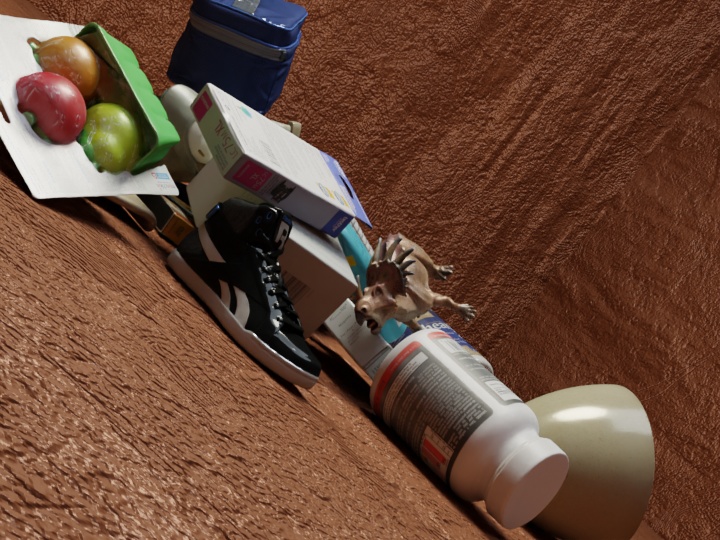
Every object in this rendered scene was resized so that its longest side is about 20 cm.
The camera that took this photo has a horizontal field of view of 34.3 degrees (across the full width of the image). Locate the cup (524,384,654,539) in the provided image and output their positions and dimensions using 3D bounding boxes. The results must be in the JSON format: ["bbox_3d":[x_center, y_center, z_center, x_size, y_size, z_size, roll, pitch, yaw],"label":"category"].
[{"bbox_3d":[0.238,0.231,1.404,0.141,0.204,0.200,9,14,-20],"label":"cup"}]

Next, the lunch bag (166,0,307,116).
[{"bbox_3d":[-0.141,-0.287,1.420,0.134,0.134,0.201,23,22,-5],"label":"lunch bag"}]

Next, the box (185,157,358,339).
[{"bbox_3d":[-0.098,-0.038,1.239,0.124,0.097,0.201,35,19,-35],"label":"box"}]

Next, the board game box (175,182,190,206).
[{"bbox_3d":[-0.168,-0.088,1.535,0.197,0.039,0.158,24,-10,6],"label":"board game box"}]

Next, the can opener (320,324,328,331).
[{"bbox_3d":[-0.028,0.027,1.478,0.066,0.053,0.201,36,-22,9],"label":"can opener"}]

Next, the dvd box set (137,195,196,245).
[{"bbox_3d":[-0.163,-0.023,1.332,0.199,0.030,0.146,38,3,-31],"label":"dvd box set"}]

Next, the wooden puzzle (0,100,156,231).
[{"bbox_3d":[-0.295,-0.136,1.146,0.185,0.046,0.200,42,3,42],"label":"wooden puzzle"}]

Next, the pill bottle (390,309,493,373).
[{"bbox_3d":[0.086,0.117,1.638,0.200,0.111,0.111,42,4,40],"label":"pill bottle"}]

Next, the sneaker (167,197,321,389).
[{"bbox_3d":[-0.084,0.006,1.051,0.200,0.112,0.073,41,4,28],"label":"sneaker"}]

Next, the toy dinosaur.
[{"bbox_3d":[0.044,0.003,1.283,0.135,0.086,0.201,42,17,-26],"label":"toy dinosaur"}]

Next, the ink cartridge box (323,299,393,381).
[{"bbox_3d":[0.005,0.085,1.347,0.174,0.043,0.200,48,-2,36],"label":"ink cartridge box"}]

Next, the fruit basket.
[{"bbox_3d":[-0.257,-0.138,1.008,0.199,0.093,0.187,-15,72,-58],"label":"fruit basket"}]

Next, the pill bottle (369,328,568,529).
[{"bbox_3d":[0.110,0.161,1.191,0.200,0.116,0.116,42,4,35],"label":"pill bottle"}]

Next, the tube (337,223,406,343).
[{"bbox_3d":[0.000,0.000,1.352,0.202,0.050,0.078,64,-4,-38],"label":"tube"}]

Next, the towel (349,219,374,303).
[{"bbox_3d":[-0.071,-0.042,1.611,0.199,0.086,0.167,21,-29,51],"label":"towel"}]

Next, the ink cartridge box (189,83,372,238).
[{"bbox_3d":[-0.079,-0.105,1.199,0.199,0.042,0.120,25,27,-44],"label":"ink cartridge box"}]

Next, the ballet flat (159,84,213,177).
[{"bbox_3d":[-0.162,-0.124,1.323,0.063,0.068,0.202,19,-35,38],"label":"ballet flat"}]

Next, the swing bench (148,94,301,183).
[{"bbox_3d":[-0.215,-0.177,1.445,0.197,0.131,0.200,4,29,-43],"label":"swing bench"}]
